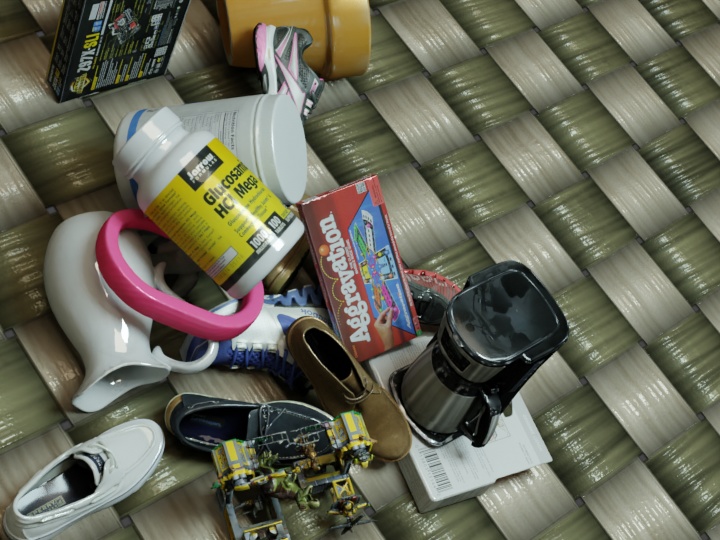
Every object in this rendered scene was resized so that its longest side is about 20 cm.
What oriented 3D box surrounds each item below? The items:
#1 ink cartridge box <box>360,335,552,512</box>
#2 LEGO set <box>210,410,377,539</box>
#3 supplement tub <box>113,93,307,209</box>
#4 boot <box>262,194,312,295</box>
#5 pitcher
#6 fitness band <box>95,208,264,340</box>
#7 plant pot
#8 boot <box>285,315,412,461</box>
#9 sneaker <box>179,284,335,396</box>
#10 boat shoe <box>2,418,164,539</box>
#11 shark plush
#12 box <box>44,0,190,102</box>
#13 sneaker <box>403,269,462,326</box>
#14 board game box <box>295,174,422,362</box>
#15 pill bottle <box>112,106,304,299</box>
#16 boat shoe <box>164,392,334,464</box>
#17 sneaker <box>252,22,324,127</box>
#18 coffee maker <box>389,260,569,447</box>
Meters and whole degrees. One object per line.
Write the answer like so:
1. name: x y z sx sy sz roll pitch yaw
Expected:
1. ink cartridge box: 0.111 0.172 1.506 0.175 0.045 0.201 -11 63 -28
2. LEGO set: -0.064 0.242 1.317 0.198 0.154 0.117 -7 57 -25
3. supplement tub: -0.173 -0.131 1.456 0.198 0.132 0.133 -5 53 14
4. boot: -0.151 -0.070 1.552 0.199 0.066 0.176 29 44 -1
5. pitcher: -0.256 0.036 1.387 0.170 0.121 0.202 -13 69 -12
6. fitness band: -0.194 0.000 1.367 0.199 0.037 0.145 24 41 -29
7. plant pot: -0.098 -0.352 1.696 0.181 0.201 0.202 -11 61 -10
8. boot: -0.009 0.139 1.399 0.074 0.075 0.200 -41 100 -10
9. sneaker: -0.098 0.090 1.450 0.198 0.081 0.116 -14 62 -32
10. boat shoe: -0.278 0.213 1.298 0.074 0.065 0.200 44 52 10
11. shark plush: -0.180 -0.054 1.480 0.199 0.091 0.084 -32 41 2
12. box: -0.298 -0.304 1.556 0.159 0.200 0.050 -21 69 -32
13. sneaker: 0.043 0.032 1.542 0.199 0.071 0.098 22 26 -6
14. board game box: 0.000 0.000 1.463 0.102 0.019 0.202 -22 104 -20
15. pill bottle: -0.165 -0.075 1.342 0.200 0.112 0.113 44 51 -7
16. boat shoe: -0.117 0.178 1.378 0.198 0.062 0.075 11 97 -11
17. sneaker: -0.086 -0.219 1.602 0.085 0.080 0.202 -6 95 -6
18. coffee maker: 0.144 0.082 1.425 0.134 0.200 0.192 36 53 4
